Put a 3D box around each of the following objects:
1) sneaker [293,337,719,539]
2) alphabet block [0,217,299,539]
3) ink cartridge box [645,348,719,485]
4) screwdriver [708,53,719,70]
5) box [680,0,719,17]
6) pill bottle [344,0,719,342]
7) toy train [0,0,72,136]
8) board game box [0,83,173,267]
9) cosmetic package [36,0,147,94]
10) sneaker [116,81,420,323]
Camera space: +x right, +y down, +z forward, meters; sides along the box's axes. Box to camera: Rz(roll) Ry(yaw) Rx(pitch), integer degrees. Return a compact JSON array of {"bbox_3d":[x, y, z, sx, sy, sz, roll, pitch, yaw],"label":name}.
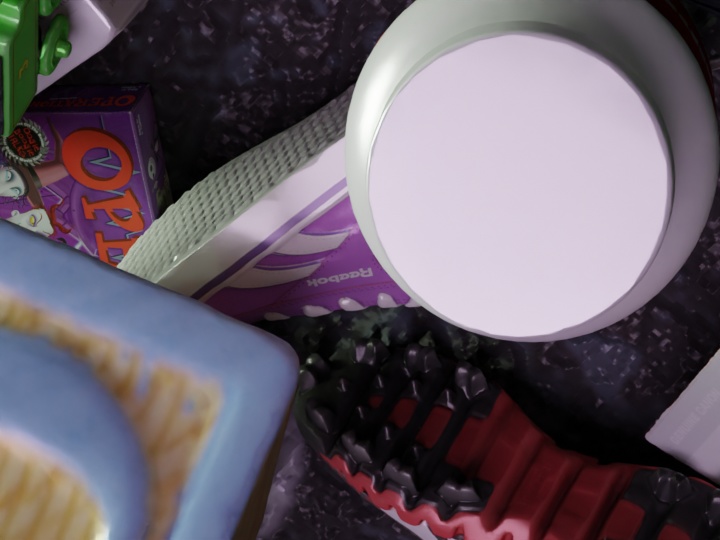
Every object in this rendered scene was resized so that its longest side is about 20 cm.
[{"bbox_3d":[0.060,0.098,0.989,0.200,0.071,0.098,25,148,18],"label":"sneaker"},{"bbox_3d":[-0.146,0.106,0.913,0.194,0.197,0.200,25,159,2],"label":"alphabet block"},{"bbox_3d":[0.220,0.065,0.904,0.199,0.050,0.162,32,150,2],"label":"ink cartridge box"},{"bbox_3d":[0.152,-0.075,0.811,0.029,0.028,0.200,32,163,-14],"label":"screwdriver"},{"bbox_3d":[0.189,-0.126,0.761,0.199,0.157,0.051,-13,84,24],"label":"box"},{"bbox_3d":[0.055,-0.042,0.780,0.111,0.200,0.113,1,101,7],"label":"pill bottle"},{"bbox_3d":[-0.118,-0.121,0.809,0.041,0.057,0.201,19,142,9],"label":"toy train"},{"bbox_3d":[-0.125,0.019,1.032,0.119,0.032,0.201,-2,120,14],"label":"board game box"},{"bbox_3d":[-0.171,-0.153,0.912,0.101,0.074,0.200,-31,108,31],"label":"cosmetic package"},{"bbox_3d":[0.000,0.000,0.942,0.200,0.073,0.114,-31,112,22],"label":"sneaker"}]
